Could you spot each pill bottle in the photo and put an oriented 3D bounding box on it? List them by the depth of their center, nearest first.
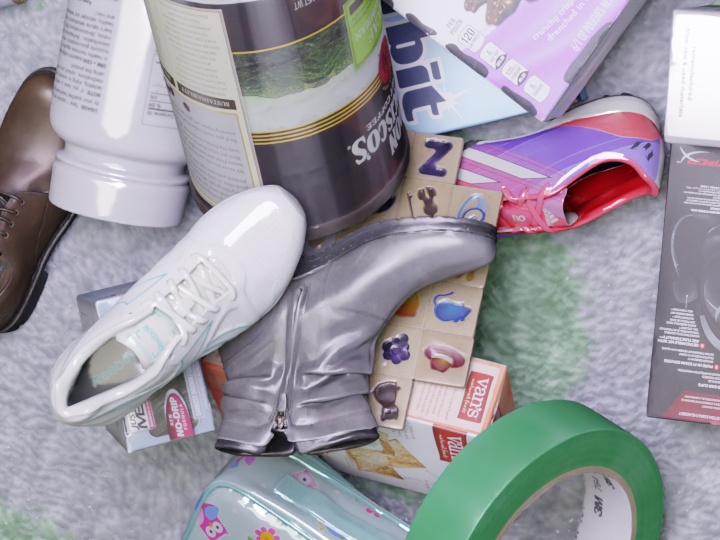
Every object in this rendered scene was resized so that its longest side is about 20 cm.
[{"bbox_3d":[-0.149,-0.137,1.578,0.113,0.113,0.202,14,100,15],"label":"pill bottle"}]

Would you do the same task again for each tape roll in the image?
[{"bbox_3d":[0.110,0.183,1.493,0.048,0.200,0.202,30,106,42],"label":"tape roll"}]

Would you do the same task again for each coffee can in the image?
[{"bbox_3d":[-0.055,-0.139,1.437,0.145,0.147,0.201,4,136,16],"label":"coffee can"}]

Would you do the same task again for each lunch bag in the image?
[{"bbox_3d":[-0.025,0.213,1.574,0.199,0.077,0.161,33,129,10],"label":"lunch bag"}]

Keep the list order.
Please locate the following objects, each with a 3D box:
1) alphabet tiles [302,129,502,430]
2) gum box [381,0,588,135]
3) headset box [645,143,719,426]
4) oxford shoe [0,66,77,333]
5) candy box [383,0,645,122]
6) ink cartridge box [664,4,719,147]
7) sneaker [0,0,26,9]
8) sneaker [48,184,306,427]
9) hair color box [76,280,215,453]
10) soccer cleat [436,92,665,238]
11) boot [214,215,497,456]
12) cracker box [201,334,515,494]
[{"bbox_3d":[0.000,0.000,1.500,0.165,0.006,0.201,8,72,13],"label":"alphabet tiles"},{"bbox_3d":[0.036,-0.174,1.553,0.199,0.045,0.171,-12,92,18],"label":"gum box"},{"bbox_3d":[0.267,0.020,1.489,0.148,0.077,0.202,6,99,17],"label":"headset box"},{"bbox_3d":[-0.244,-0.045,1.633,0.072,0.084,0.201,19,100,16],"label":"oxford shoe"},{"bbox_3d":[0.091,-0.220,1.471,0.200,0.072,0.168,38,105,9],"label":"candy box"},{"bbox_3d":[0.297,-0.115,1.428,0.198,0.145,0.085,6,99,16],"label":"ink cartridge box"},{"bbox_3d":[-0.312,-0.272,1.635,0.108,0.070,0.201,-15,95,16],"label":"sneaker"},{"bbox_3d":[-0.110,0.028,1.406,0.200,0.080,0.070,-43,92,4],"label":"sneaker"},{"bbox_3d":[-0.146,0.060,1.553,0.060,0.200,0.100,-13,93,-10],"label":"hair color box"},{"bbox_3d":[0.105,-0.050,1.523,0.199,0.074,0.068,-20,132,15],"label":"soccer cleat"},{"bbox_3d":[0.000,0.046,1.451,0.199,0.070,0.133,-15,71,17],"label":"boot"},{"bbox_3d":[0.003,0.091,1.544,0.199,0.134,0.058,13,66,15],"label":"cracker box"}]
